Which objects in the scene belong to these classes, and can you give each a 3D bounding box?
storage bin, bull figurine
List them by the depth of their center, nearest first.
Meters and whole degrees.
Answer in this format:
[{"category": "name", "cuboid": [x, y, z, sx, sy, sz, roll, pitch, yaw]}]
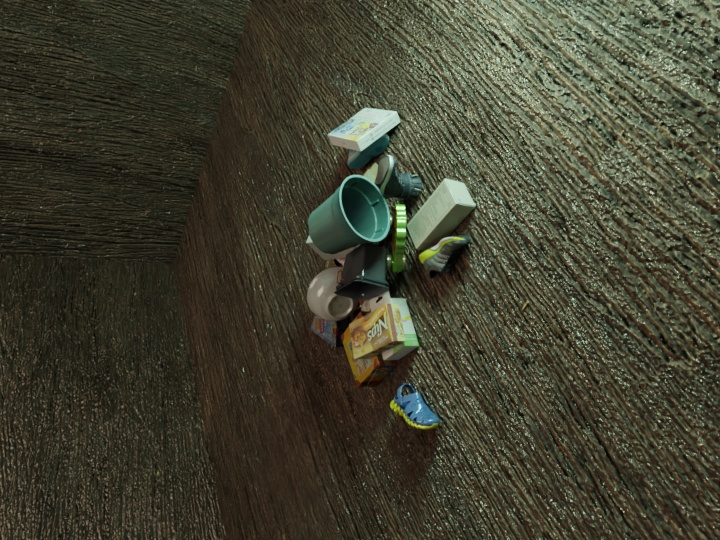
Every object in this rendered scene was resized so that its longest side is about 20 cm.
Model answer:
[{"category": "storage bin", "cuboid": [0.000, 0.000, 1.646, 0.199, 0.143, 0.137, 148, 132, -61]}, {"category": "bull figurine", "cuboid": [0.032, 0.048, 1.769, 0.120, 0.064, 0.205, -10, 80, 53]}]

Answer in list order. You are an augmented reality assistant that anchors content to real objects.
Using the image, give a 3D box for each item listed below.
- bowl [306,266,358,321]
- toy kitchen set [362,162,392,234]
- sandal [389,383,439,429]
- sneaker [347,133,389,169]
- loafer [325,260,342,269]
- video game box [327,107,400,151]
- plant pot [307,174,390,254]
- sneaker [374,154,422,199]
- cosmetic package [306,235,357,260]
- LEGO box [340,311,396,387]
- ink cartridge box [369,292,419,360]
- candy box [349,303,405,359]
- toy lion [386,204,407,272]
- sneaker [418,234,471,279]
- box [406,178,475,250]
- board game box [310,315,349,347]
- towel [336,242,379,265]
[{"category": "bowl", "cuboid": [-0.080, 0.099, 1.801, 0.091, 0.197, 0.205, 53, 129, 56]}, {"category": "toy kitchen set", "cuboid": [0.032, -0.214, 1.790, 0.163, 0.180, 0.201, -38, 17, 44]}, {"category": "sandal", "cuboid": [0.158, 0.398, 1.536, 0.199, 0.078, 0.089, 22, 101, 53]}, {"category": "sneaker", "cuboid": [0.021, -0.457, 1.828, 0.198, 0.078, 0.133, -28, 56, 42]}, {"category": "loafer", "cuboid": [-0.078, -0.040, 1.940, 0.199, 0.066, 0.078, -29, 61, 50]}, {"category": "video game box", "cuboid": [0.009, -0.479, 1.770, 0.199, 0.181, 0.047, 30, 152, 53]}, {"category": "plant pot", "cuboid": [-0.046, -0.151, 1.566, 0.194, 0.197, 0.205, -23, 67, 44]}, {"category": "sneaker", "cuboid": [0.123, -0.281, 1.577, 0.203, 0.143, 0.079, 109, 157, -68]}, {"category": "cosmetic package", "cuboid": [-0.075, -0.102, 1.782, 0.197, 0.113, 0.082, -2, 56, 40]}, {"category": "LEGO box", "cuboid": [0.023, 0.263, 1.747, 0.150, 0.076, 0.203, -52, 47, 39]}, {"category": "ink cartridge box", "cuboid": [0.102, 0.165, 1.647, 0.117, 0.066, 0.204, -42, 54, 45]}, {"category": "candy box", "cuboid": [0.048, 0.191, 1.612, 0.199, 0.054, 0.118, -33, 60, 45]}, {"category": "toy lion", "cuboid": [0.113, -0.094, 1.569, 0.192, 0.067, 0.205, -103, 14, -83]}, {"category": "sneaker", "cuboid": [0.243, -0.040, 1.467, 0.200, 0.073, 0.083, -38, 66, 55]}, {"category": "box", "cuboid": [0.224, -0.153, 1.486, 0.200, 0.076, 0.096, -50, 48, 42]}, {"category": "board game box", "cuboid": [-0.118, 0.177, 1.984, 0.198, 0.061, 0.205, -2, 85, 56]}, {"category": "towel", "cuboid": [-0.031, -0.088, 1.835, 0.146, 0.030, 0.200, -46, 37, -1]}]
